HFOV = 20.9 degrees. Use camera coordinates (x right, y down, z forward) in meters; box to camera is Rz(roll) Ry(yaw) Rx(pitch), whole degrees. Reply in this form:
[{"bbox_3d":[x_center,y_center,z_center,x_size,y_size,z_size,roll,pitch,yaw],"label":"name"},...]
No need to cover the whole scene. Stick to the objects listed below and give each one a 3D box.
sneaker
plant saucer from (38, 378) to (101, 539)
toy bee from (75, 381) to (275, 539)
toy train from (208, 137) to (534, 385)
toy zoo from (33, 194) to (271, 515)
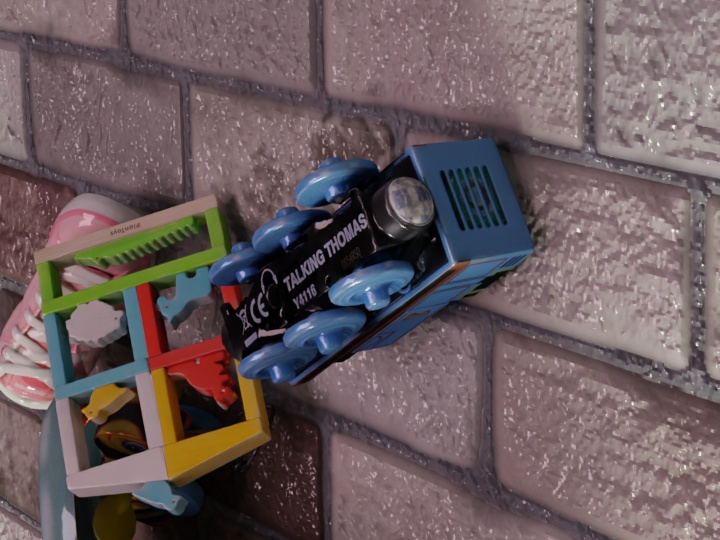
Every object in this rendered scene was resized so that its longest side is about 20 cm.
[{"bbox_3d":[-0.203,0.033,1.355,0.200,0.075,0.105,-51,16,54],"label":"sneaker"},{"bbox_3d":[-0.193,0.174,1.322,0.200,0.027,0.200,175,90,-87],"label":"plant saucer"},{"bbox_3d":[-0.142,0.107,1.295,0.200,0.109,0.131,-54,17,38],"label":"toy bee"},{"bbox_3d":[0.000,0.000,1.060,0.200,0.114,0.087,-40,63,51],"label":"toy train"},{"bbox_3d":[-0.131,0.060,1.234,0.020,0.131,0.200,55,-161,-63],"label":"toy zoo"}]
